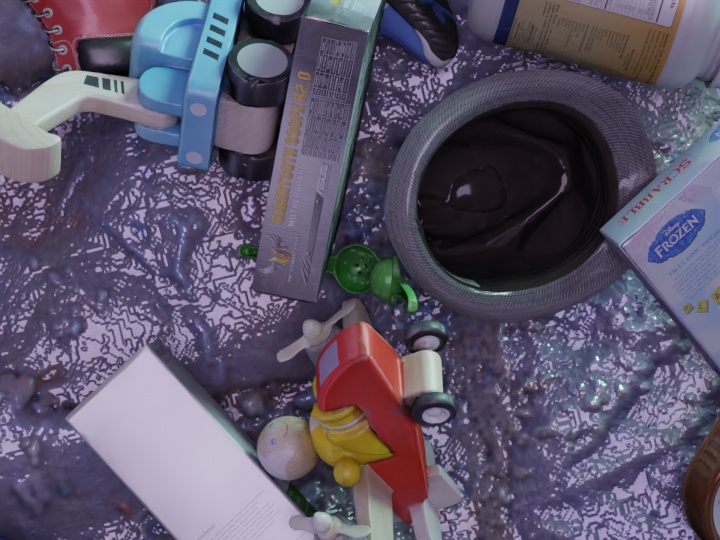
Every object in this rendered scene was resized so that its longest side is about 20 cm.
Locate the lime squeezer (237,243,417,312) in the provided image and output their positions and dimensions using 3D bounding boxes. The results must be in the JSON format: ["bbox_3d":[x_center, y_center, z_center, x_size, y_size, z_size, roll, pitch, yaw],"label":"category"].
[{"bbox_3d":[0.000,0.000,1.582,0.070,0.200,0.038,19,90,-41],"label":"lime squeezer"}]

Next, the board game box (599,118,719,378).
[{"bbox_3d":[0.304,-0.023,1.586,0.200,0.041,0.200,-42,115,-1],"label":"board game box"}]

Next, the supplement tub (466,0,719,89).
[{"bbox_3d":[0.186,-0.211,1.572,0.199,0.144,0.145,15,90,-1],"label":"supplement tub"}]

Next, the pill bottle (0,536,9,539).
[{"bbox_3d":[-0.207,0.271,1.588,0.199,0.112,0.113,21,90,-1],"label":"pill bottle"}]

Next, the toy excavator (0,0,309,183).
[{"bbox_3d":[-0.148,-0.125,1.551,0.199,0.100,0.195,11,49,1],"label":"toy excavator"}]

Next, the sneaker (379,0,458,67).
[{"bbox_3d":[-0.013,-0.214,1.616,0.200,0.076,0.077,40,114,-1],"label":"sneaker"}]

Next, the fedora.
[{"bbox_3d":[0.105,-0.057,1.590,0.199,0.090,0.178,-21,105,-13],"label":"fedora"}]

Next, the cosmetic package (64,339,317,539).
[{"bbox_3d":[-0.112,0.150,1.590,0.085,0.108,0.200,-42,92,0],"label":"cosmetic package"}]

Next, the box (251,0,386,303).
[{"bbox_3d":[-0.027,-0.099,1.534,0.048,0.159,0.201,12,113,2],"label":"box"}]

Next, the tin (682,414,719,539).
[{"bbox_3d":[0.313,0.122,1.598,0.112,0.042,0.201,27,100,-21],"label":"tin"}]

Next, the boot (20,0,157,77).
[{"bbox_3d":[-0.243,-0.198,1.609,0.199,0.072,0.145,5,92,-4],"label":"boot"}]

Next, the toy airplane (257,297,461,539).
[{"bbox_3d":[-0.001,0.125,1.552,0.140,0.200,0.200,-6,97,1],"label":"toy airplane"}]
